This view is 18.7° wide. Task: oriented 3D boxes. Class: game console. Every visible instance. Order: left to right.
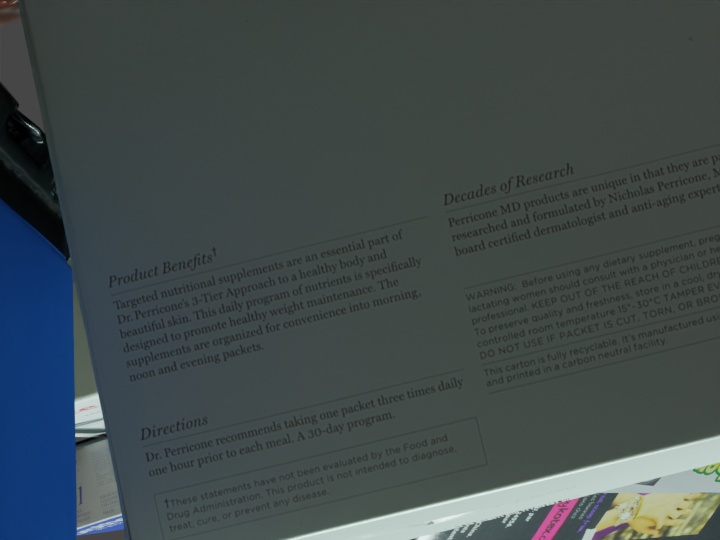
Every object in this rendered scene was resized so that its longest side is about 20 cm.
[{"bbox_3d":[-0.138,-0.004,0.571,0.170,0.119,0.200,28,172,8],"label":"game console"}]

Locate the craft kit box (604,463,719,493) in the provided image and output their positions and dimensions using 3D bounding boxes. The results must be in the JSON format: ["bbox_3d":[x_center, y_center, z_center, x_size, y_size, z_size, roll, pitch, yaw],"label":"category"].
[{"bbox_3d":[0.096,0.002,0.821,0.197,0.200,0.049,9,123,-42],"label":"craft kit box"}]

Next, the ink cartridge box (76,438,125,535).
[{"bbox_3d":[-0.074,0.097,1.150,0.199,0.044,0.094,-21,168,40],"label":"ink cartridge box"}]

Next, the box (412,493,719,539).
[{"bbox_3d":[0.089,0.044,0.910,0.199,0.122,0.106,7,127,-40],"label":"box"}]

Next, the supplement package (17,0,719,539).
[{"bbox_3d":[0.018,-0.030,0.623,0.190,0.201,0.147,-14,170,3],"label":"supplement package"}]

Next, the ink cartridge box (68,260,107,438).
[{"bbox_3d":[-0.103,0.029,1.106,0.147,0.086,0.200,-17,171,21],"label":"ink cartridge box"}]
